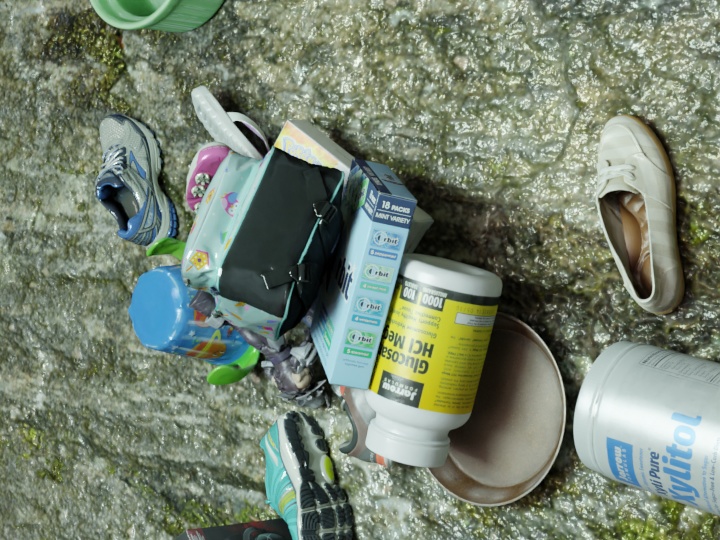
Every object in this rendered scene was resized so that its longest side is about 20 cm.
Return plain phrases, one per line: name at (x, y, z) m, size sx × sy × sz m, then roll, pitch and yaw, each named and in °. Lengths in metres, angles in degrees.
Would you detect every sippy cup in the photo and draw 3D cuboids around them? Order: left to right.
sippy cup at (-0.198, 0.047, 1.776) m, size 0.178 × 0.130 × 0.140 m, roll 22°, pitch 101°, yaw 40°

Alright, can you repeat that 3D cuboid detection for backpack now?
backpack at (-0.101, -0.023, 1.558) m, size 0.153 × 0.200 × 0.176 m, roll 17°, pitch 74°, yaw 6°

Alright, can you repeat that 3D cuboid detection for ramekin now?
ramekin at (-0.246, -0.394, 1.865) m, size 0.200 × 0.098 × 0.201 m, roll -3°, pitch 85°, yaw 40°

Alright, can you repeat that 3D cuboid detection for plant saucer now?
plant saucer at (0.136, 0.142, 1.544) m, size 0.200 × 0.034 × 0.201 m, roll -4°, pitch 84°, yaw 41°

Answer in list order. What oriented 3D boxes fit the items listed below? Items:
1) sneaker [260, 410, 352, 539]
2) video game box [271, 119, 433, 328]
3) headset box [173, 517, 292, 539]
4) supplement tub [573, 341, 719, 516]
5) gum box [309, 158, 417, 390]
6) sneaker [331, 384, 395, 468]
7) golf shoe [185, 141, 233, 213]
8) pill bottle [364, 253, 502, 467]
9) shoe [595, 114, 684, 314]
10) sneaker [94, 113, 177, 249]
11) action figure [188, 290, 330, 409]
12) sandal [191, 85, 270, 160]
sneaker at (-0.066, 0.259, 1.693) m, size 0.080 × 0.077 × 0.200 m, roll -40°, pitch 52°, yaw 37°
video game box at (-0.043, -0.040, 1.674) m, size 0.200 × 0.047 × 0.182 m, roll 38°, pitch 110°, yaw 20°
headset box at (-0.129, 0.360, 1.650) m, size 0.077 × 0.200 × 0.149 m, roll -41°, pitch 62°, yaw 32°
supplement tub at (0.307, 0.146, 1.333) m, size 0.200 × 0.132 × 0.132 m, roll 14°, pitch 96°, yaw 40°
gum box at (0.000, 0.000, 1.540) m, size 0.170 × 0.044 × 0.200 m, roll -120°, pitch 42°, yaw -73°
sneaker at (0.007, 0.112, 1.612) m, size 0.082 × 0.077 × 0.201 m, roll 4°, pitch 90°, yaw 13°
golf shoe at (-0.168, -0.104, 1.739) m, size 0.075 × 0.200 × 0.092 m, roll -11°, pitch 64°, yaw -5°
pill bottle at (0.068, 0.091, 1.510) m, size 0.112 × 0.112 × 0.200 m, roll 19°, pitch 99°, yaw 40°
shoe at (0.266, -0.057, 1.431) m, size 0.070 × 0.053 × 0.200 m, roll -21°, pitch 74°, yaw 38°
sneaker at (-0.299, -0.120, 1.903) m, size 0.077 × 0.085 × 0.200 m, roll -40°, pitch 62°, yaw 32°
action figure at (-0.098, 0.082, 1.691) m, size 0.200 × 0.069 × 0.130 m, roll 50°, pitch 147°, yaw -10°
sandal at (-0.134, -0.154, 1.781) m, size 0.050 × 0.083 × 0.203 m, roll -33°, pitch 68°, yaw -14°
